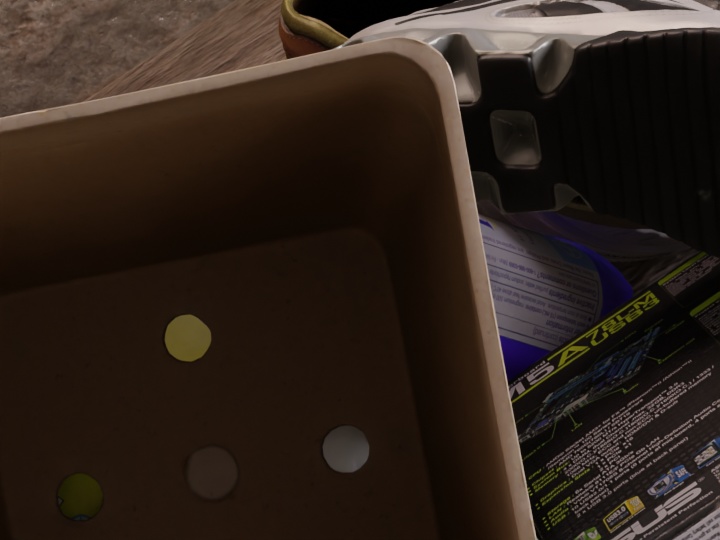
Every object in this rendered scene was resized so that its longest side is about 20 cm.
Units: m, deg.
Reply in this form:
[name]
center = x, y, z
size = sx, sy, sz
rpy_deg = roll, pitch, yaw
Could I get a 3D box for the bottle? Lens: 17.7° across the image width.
[bottle]
center = 0.000, 0.000, 0.779
size = 0.083, 0.200, 0.065
rpy_deg = 13, 86, 53

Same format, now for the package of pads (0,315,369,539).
[package of pads]
center = -0.060, 0.055, 0.807
size = 0.068, 0.154, 0.200
rpy_deg = -52, -1, 34

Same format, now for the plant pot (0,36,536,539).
[plant pot]
center = -0.052, 0.063, 0.619
size = 0.199, 0.201, 0.177
rpy_deg = -11, -2, 5

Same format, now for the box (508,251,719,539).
[box]
center = 0.132, 0.027, 0.673
size = 0.200, 0.048, 0.193
rpy_deg = -35, 10, 2

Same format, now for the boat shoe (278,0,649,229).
[boat shoe]
center = 0.064, -0.063, 0.765
size = 0.199, 0.068, 0.072
rpy_deg = 2, 51, 23

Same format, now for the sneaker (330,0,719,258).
[sneaker]
center = 0.085, -0.055, 0.680
size = 0.199, 0.074, 0.089
rpy_deg = 10, 32, 24

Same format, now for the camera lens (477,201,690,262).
[camera lens]
center = 0.082, -0.084, 0.939
size = 0.160, 0.160, 0.200
rpy_deg = -38, 13, -17
